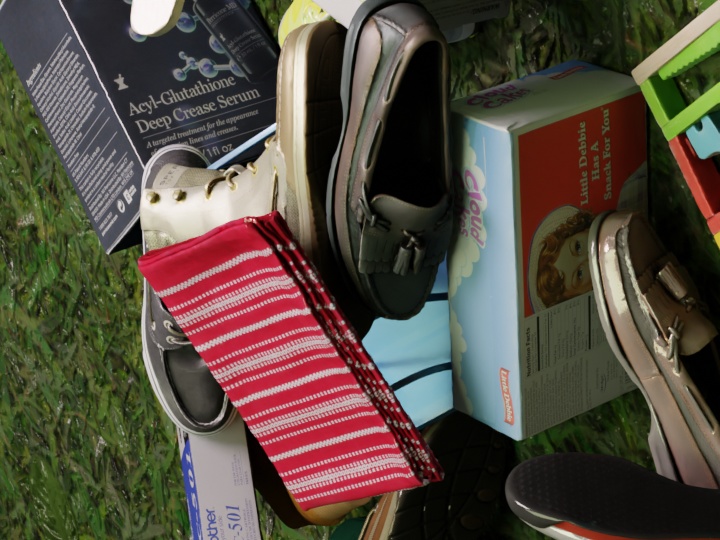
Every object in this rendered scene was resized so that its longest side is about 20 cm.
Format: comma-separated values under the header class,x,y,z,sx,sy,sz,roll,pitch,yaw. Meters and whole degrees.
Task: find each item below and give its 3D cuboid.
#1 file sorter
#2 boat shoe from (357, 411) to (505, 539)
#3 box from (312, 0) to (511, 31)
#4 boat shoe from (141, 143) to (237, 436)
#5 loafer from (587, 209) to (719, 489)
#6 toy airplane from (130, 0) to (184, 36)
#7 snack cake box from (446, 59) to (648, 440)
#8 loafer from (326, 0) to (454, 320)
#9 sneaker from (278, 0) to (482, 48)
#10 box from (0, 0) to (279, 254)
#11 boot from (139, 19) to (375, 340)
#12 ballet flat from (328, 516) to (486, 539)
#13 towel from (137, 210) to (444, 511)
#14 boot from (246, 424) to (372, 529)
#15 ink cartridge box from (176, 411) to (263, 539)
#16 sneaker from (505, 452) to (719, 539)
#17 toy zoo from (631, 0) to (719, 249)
class,x,y,z,sx,sy,sz,roll,pitch,yaw
file sorter,0.000,0.000,1.591,0.138,0.122,0.201,-30,75,34
boat shoe,0.031,0.179,1.677,0.074,0.075,0.201,27,93,62
box,-0.002,-0.234,1.494,0.200,0.112,0.102,41,135,39
boat shoe,-0.112,0.018,1.645,0.066,0.069,0.202,-121,29,-78
loafer,0.195,0.054,1.454,0.063,0.072,0.201,-10,105,38
toy airplane,-0.125,-0.288,1.658,0.199,0.140,0.201,-42,56,34
snack cake box,0.113,-0.013,1.482,0.067,0.114,0.202,24,125,47
loafer,0.022,-0.057,1.423,0.063,0.071,0.202,-140,44,-56
sneaker,-0.005,-0.167,1.609,0.199,0.076,0.076,-10,100,58
box,-0.147,-0.137,1.764,0.201,0.148,0.107,62,145,12
boot,-0.066,-0.058,1.508,0.154,0.072,0.202,11,112,38
ballet flat,0.051,0.220,1.755,0.199,0.067,0.064,9,142,54
towel,-0.047,0.059,1.497,0.144,0.022,0.201,-16,111,51
boot,-0.059,0.085,1.723,0.144,0.070,0.203,-21,88,63
ink cartridge box,-0.106,0.115,1.737,0.094,0.044,0.202,117,145,-74
sneaker,0.181,0.173,1.443,0.200,0.067,0.109,7,130,5
toy zoo,0.235,-0.053,1.369,0.131,0.020,0.201,-39,74,55
